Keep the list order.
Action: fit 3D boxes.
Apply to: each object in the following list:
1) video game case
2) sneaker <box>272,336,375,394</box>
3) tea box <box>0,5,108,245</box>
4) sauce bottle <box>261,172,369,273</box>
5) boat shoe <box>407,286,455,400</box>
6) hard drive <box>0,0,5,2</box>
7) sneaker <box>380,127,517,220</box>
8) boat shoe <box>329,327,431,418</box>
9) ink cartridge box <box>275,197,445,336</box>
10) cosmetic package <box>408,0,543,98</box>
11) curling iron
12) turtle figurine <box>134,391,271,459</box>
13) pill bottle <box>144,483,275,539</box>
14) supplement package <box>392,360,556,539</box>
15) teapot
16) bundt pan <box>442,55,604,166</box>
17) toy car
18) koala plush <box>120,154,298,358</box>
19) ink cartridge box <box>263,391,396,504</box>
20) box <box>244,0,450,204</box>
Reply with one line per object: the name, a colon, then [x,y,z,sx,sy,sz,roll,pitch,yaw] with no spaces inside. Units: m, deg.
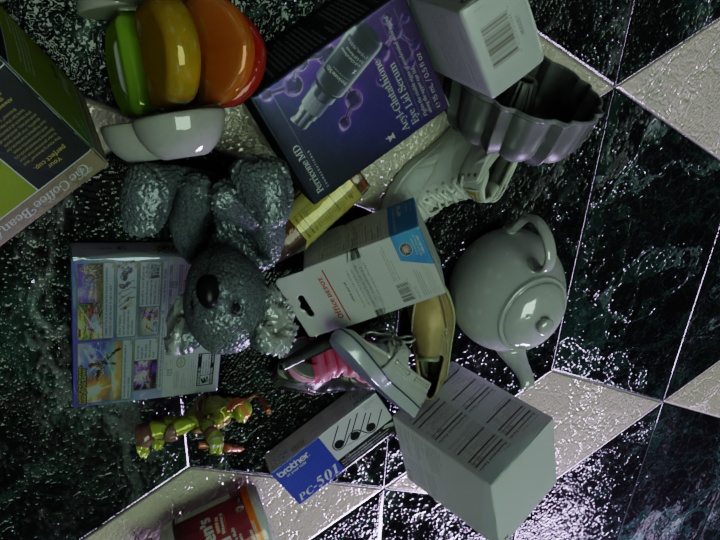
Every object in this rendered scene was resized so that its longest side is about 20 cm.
video game case: [-0.258,0.063,0.831,0.177,0.045,0.204,-3,118,-27]
sneaker: [-0.041,0.147,0.985,0.197,0.080,0.095,12,139,-35]
tea box: [-0.366,-0.128,0.583,0.198,0.134,0.198,-35,141,0]
sauce bottle: [-0.078,-0.060,0.842,0.199,0.066,0.066,-41,127,3]
boat shoe: [0.105,0.106,1.007,0.070,0.077,0.204,-1,124,15]
hard drive: [-0.346,-0.301,0.584,0.196,0.038,0.142,-24,125,-11]
sneaker: [0.115,-0.108,0.878,0.200,0.116,0.073,-48,129,7]
boat shoe: [0.040,0.118,0.923,0.087,0.074,0.202,-53,126,-12]
ink cartridge box: [0.000,0.000,0.888,0.196,0.069,0.117,-19,127,13]
cosmetic package: [0.099,-0.267,0.724,0.073,0.200,0.102,-35,128,-3]
curling iron: [-0.033,0.089,0.930,0.197,0.026,0.049,-22,169,-37]
turtle figurine: [-0.206,0.195,0.878,0.157,0.200,0.066,-16,99,3]
pill bottle: [-0.228,0.408,1.004,0.196,0.110,0.112,-22,126,-14]
supplement package: [0.178,0.278,1.056,0.150,0.198,0.154,-35,130,-27]
teapot: [0.234,0.041,1.004,0.198,0.146,0.199,-49,126,6]
bundt pan: [0.184,-0.197,0.819,0.197,0.204,0.077,-4,134,-24]
toy car: [-0.169,-0.200,0.645,0.148,0.198,0.180,-18,106,-36]
koala plush: [-0.142,-0.006,0.731,0.172,0.184,0.206,-4,90,4]
ink cartridge box: [-0.043,0.265,1.056,0.198,0.044,0.095,-37,126,-3]
box: [-0.023,-0.201,0.761,0.198,0.105,0.149,-37,128,-3]
